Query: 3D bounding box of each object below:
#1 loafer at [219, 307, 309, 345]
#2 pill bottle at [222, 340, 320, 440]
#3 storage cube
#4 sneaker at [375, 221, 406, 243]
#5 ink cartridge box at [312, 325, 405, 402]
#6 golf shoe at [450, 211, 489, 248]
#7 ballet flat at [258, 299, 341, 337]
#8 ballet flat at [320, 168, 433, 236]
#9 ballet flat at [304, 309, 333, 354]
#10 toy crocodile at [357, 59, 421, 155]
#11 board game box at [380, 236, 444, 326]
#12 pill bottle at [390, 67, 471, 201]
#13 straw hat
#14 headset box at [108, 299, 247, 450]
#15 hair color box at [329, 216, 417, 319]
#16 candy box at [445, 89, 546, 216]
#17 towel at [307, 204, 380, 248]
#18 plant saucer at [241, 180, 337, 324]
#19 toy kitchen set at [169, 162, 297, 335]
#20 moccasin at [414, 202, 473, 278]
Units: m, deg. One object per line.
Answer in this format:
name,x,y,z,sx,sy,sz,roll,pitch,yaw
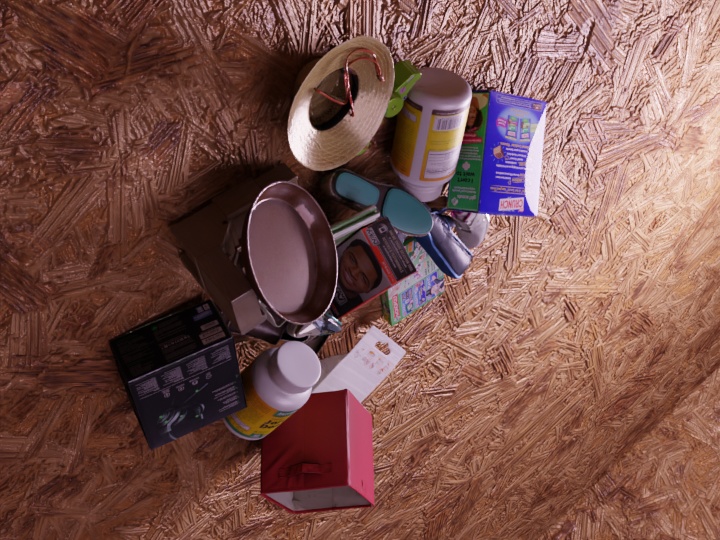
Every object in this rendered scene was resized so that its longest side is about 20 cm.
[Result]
loafer,-0.151,0.083,1.623,0.199,0.071,0.073,7,121,-49
pill bottle,-0.150,0.200,1.651,0.112,0.113,0.200,-8,155,-40
storage cube,-0.076,0.336,1.801,0.169,0.181,0.200,-9,152,14
sneaker,0.049,-0.056,1.682,0.087,0.075,0.200,14,125,-40
ink cartridge box,-0.021,0.195,1.898,0.200,0.047,0.160,-48,144,1
golf shoe,0.186,-0.108,1.752,0.092,0.075,0.201,-54,149,-39
ballet flat,-0.113,0.070,1.592,0.200,0.074,0.074,37,97,-33
ballet flat,0.023,-0.111,1.568,0.199,0.075,0.068,22,83,-25
ballet flat,-0.099,0.150,1.768,0.067,0.046,0.201,13,116,-50
toy crocodile,0.013,-0.234,1.472,0.200,0.068,0.062,-47,151,7
board game box,0.096,0.003,1.832,0.134,0.029,0.201,-31,143,-18
pill bottle,0.108,-0.211,1.553,0.109,0.109,0.201,-21,139,-30
straw hat,-0.049,-0.249,1.376,0.200,0.085,0.202,-30,141,-28
headset box,-0.282,0.171,1.545,0.173,0.093,0.201,-23,140,-17
hair color box,0.000,0.000,1.584,0.061,0.102,0.200,-26,175,-34
candy box,0.233,-0.195,1.657,0.168,0.077,0.202,0,95,-45
towel,-0.061,-0.040,1.546,0.152,0.024,0.200,-28,176,-22
plant saucer,-0.103,-0.023,1.359,0.034,0.202,0.200,-12,163,34
toy kitchen set,-0.139,-0.011,1.445,0.199,0.180,0.164,-32,145,-18
moccasin,0.133,-0.074,1.731,0.068,0.080,0.200,-46,128,-13
